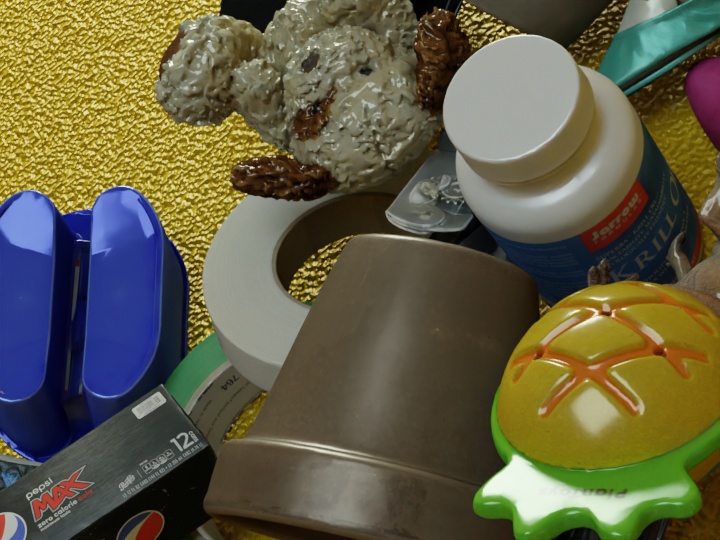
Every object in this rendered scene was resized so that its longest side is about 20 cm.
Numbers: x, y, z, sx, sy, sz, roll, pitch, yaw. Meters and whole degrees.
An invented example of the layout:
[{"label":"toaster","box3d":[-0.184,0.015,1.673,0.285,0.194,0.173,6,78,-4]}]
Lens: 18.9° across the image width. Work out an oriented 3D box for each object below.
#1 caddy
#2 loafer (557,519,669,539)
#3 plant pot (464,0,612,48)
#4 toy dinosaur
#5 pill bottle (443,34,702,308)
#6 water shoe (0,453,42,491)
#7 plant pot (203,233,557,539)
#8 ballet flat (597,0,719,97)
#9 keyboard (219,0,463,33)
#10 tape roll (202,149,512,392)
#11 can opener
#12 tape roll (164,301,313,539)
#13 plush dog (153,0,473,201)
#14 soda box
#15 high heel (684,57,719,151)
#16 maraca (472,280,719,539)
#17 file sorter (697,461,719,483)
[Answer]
[{"label":"caddy","box3d":[-0.190,0.037,1.475,0.141,0.105,0.200,-2,62,5]},{"label":"loafer","box3d":[0.160,0.122,1.263,0.072,0.063,0.200,-8,52,61]},{"label":"plant pot","box3d":[0.122,-0.246,1.396,0.200,0.200,0.174,37,103,38]},{"label":"toy dinosaur","box3d":[0.212,0.025,1.210,0.200,0.086,0.136,-40,67,-13]},{"label":"pill bottle","box3d":[0.122,-0.052,1.270,0.112,0.200,0.112,-12,60,22]},{"label":"water shoe","box3d":[-0.228,0.162,1.455,0.200,0.079,0.072,26,75,11]},{"label":"plant pot","box3d":[0.026,0.076,1.215,0.200,0.200,0.175,7,79,33]},{"label":"ballet flat","box3d":[0.218,-0.176,1.359,0.200,0.067,0.070,-30,95,10]},{"label":"keyboard","box3d":[-0.007,-0.216,1.547,0.200,0.021,0.127,16,81,34]},{"label":"tape roll","box3d":[0.000,0.000,1.375,0.202,0.037,0.203,-9,44,8]},{"label":"can opener","box3d":[0.077,-0.065,1.364,0.053,0.067,0.200,10,36,24]},{"label":"tape roll","box3d":[-0.048,0.120,1.382,0.200,0.048,0.201,-14,60,25]},{"label":"plush dog","box3d":[-0.011,-0.115,1.385,0.200,0.160,0.172,-40,38,10]},{"label":"soda box","box3d":[-0.180,0.161,1.330,0.200,0.071,0.063,-33,51,-12]},{"label":"high heel","box3d":[0.251,-0.083,1.279,0.067,0.096,0.200,-42,53,5]},{"label":"maraca","box3d":[0.129,0.076,1.101,0.137,0.107,0.200,-6,30,24]},{"label":"file sorter","box3d":[0.218,0.215,1.123,0.123,0.139,0.200,-38,53,5]}]
